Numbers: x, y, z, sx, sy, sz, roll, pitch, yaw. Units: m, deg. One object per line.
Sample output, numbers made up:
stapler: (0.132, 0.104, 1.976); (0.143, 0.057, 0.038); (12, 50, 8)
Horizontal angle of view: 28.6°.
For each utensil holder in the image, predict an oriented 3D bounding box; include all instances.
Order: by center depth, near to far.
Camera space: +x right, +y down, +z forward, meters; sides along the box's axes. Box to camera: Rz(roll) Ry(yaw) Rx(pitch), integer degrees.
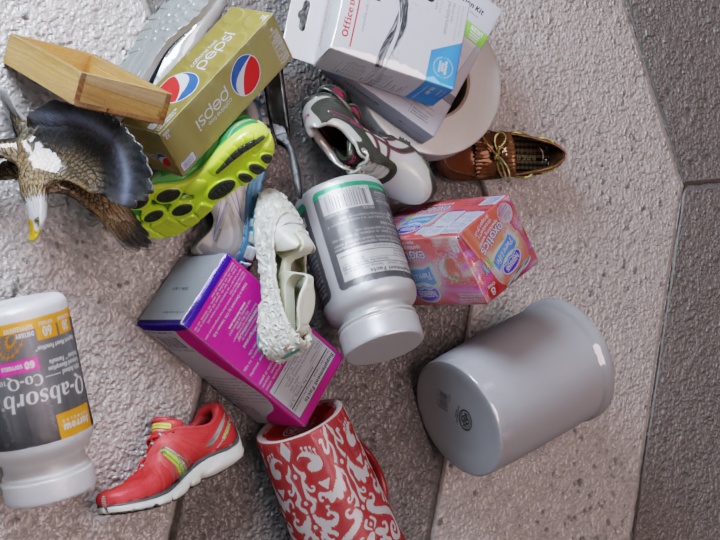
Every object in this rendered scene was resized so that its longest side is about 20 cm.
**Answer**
utensil holder: (0.196, 0.150, 1.790); (0.199, 0.170, 0.171); (-25, 103, -33)

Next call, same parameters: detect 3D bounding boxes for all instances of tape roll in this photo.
tape roll: (0.082, -0.238, 1.766); (0.202, 0.037, 0.204); (4, 79, -22)

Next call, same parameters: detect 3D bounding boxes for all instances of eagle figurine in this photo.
eagle figurine: (-0.302, -0.098, 1.423); (0.199, 0.152, 0.152); (4, 108, -5)

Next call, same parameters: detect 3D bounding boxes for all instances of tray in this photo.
tray: (-0.279, -0.194, 1.424); (0.098, 0.200, 0.037); (10, 103, -36)

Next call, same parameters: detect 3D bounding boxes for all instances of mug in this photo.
mug: (-0.039, 0.257, 1.652); (0.133, 0.178, 0.201); (-22, 104, -1)

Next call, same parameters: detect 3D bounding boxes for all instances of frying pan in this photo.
frying pan: (-0.091, -0.172, 1.629); (0.031, 0.115, 0.191); (-7, 89, 0)

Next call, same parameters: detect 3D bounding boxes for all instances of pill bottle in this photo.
pill bottle: (-0.333, 0.129, 1.424); (0.116, 0.116, 0.201); (-16, 98, -36)
pill bottle: (0.000, 0.000, 1.638); (0.113, 0.113, 0.201); (0, 64, -37)

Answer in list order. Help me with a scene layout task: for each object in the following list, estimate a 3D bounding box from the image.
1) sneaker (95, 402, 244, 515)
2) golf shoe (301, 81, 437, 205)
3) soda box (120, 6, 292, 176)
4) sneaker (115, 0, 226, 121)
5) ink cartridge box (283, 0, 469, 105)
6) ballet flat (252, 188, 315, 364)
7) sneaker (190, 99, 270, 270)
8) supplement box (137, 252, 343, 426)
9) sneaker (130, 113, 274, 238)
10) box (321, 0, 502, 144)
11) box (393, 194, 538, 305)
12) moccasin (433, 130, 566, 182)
sneaker: (-0.218, 0.205, 1.543); (0.200, 0.077, 0.085); (-28, 100, -45)
golf shoe: (0.006, -0.133, 1.689); (0.200, 0.077, 0.088); (37, 31, -16)
soda box: (-0.164, -0.196, 1.524); (0.200, 0.068, 0.064); (-51, 137, -25)
sneaker: (-0.206, -0.232, 1.568); (0.081, 0.076, 0.200); (46, 69, -36)
ink cartridge box: (0.018, -0.282, 1.647); (0.199, 0.068, 0.117); (16, 75, -18)
ballet flat: (-0.075, 0.002, 1.536); (0.071, 0.072, 0.201); (10, 68, -36)
sneaker: (-0.153, -0.104, 1.599); (0.086, 0.075, 0.201); (9, 76, -18)
supplement box: (-0.132, 0.080, 1.586); (0.200, 0.101, 0.104); (45, 63, -28)
sneaker: (-0.186, -0.103, 1.548); (0.199, 0.084, 0.074); (-30, 126, 0)
box: (0.065, -0.280, 1.724); (0.156, 0.041, 0.201); (34, 69, -13)
box: (0.101, -0.022, 1.703); (0.102, 0.200, 0.095); (-37, 109, -32)
moccasin: (0.183, -0.148, 1.843); (0.200, 0.078, 0.074); (4, 86, -34)
